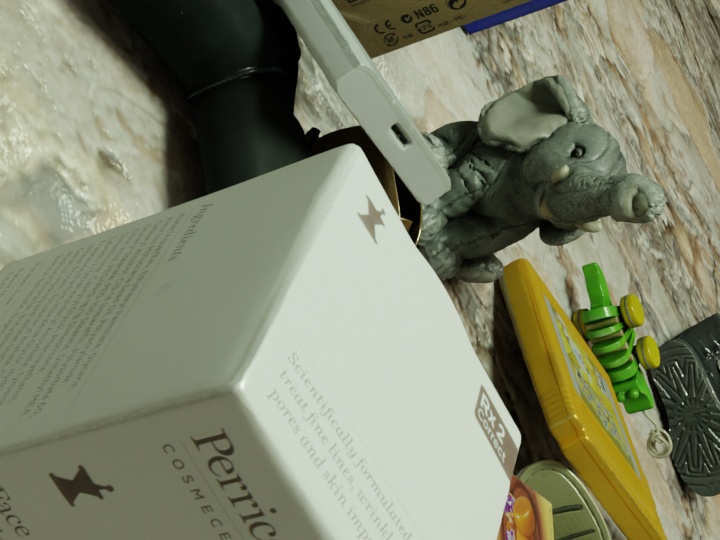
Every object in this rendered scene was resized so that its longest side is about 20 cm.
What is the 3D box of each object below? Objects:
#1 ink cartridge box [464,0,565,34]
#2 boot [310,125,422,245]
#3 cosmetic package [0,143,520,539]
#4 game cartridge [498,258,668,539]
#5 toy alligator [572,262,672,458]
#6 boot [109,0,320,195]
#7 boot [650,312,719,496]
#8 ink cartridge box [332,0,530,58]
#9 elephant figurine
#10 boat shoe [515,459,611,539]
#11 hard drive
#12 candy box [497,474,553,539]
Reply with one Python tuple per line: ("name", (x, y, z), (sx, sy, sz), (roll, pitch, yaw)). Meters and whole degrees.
("ink cartridge box", (0.145, -0.262, 1.288), (0.039, 0.099, 0.200), (63, 30, -21))
("boot", (0.000, 0.000, 0.902), (0.074, 0.075, 0.200), (27, 53, -56))
("cosmetic package", (-0.066, 0.079, 0.599), (0.165, 0.200, 0.165), (59, 31, -24))
("game cartridge", (0.179, 0.109, 1.155), (0.176, 0.032, 0.200), (51, 15, -36))
("toy alligator", (0.237, 0.091, 1.304), (0.054, 0.059, 0.200), (-40, 110, -60))
("boot", (-0.077, -0.090, 0.808), (0.198, 0.073, 0.163), (33, 43, -60))
("boot", (0.371, 0.138, 1.531), (0.200, 0.066, 0.165), (-12, 88, -67))
("ink cartridge box", (0.067, -0.254, 1.029), (0.075, 0.200, 0.165), (47, 37, -41))
("elephant figurine", (0.137, -0.068, 1.055), (0.141, 0.200, 0.155), (25, 54, -55))
("boat shoe", (0.165, 0.232, 1.093), (0.068, 0.075, 0.200), (-57, 126, -80))
("hard drive", (-0.019, -0.142, 0.875), (0.132, 0.026, 0.200), (49, 9, -52))
("candy box", (0.083, 0.232, 0.946), (0.117, 0.056, 0.200), (41, 40, -46))
